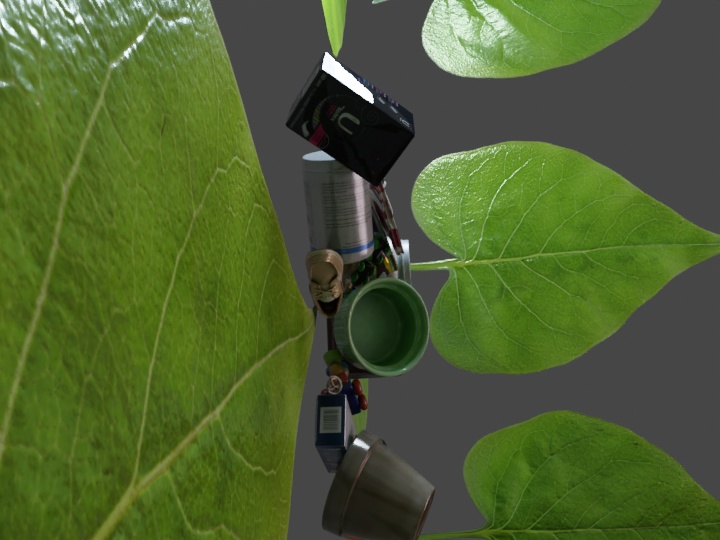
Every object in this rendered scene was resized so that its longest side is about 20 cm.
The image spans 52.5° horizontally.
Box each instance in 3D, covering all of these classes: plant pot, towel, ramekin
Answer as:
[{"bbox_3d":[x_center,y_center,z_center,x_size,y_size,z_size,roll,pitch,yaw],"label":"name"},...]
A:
[{"bbox_3d":[0.045,0.433,1.394,0.200,0.171,0.204,20,90,-75],"label":"plant pot"},{"bbox_3d":[0.038,-0.143,1.520,0.145,0.022,0.202,-115,-177,-51],"label":"towel"},{"bbox_3d":[0.038,0.119,1.536,0.097,0.196,0.205,-11,-99,62],"label":"ramekin"}]

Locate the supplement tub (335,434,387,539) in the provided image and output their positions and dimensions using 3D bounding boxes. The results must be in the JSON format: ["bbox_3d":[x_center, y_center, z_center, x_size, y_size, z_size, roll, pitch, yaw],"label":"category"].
[{"bbox_3d":[0.003,0.477,1.607,0.123,0.120,0.203,81,8,-55],"label":"supplement tub"}]

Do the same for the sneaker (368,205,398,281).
[{"bbox_3d":[0.012,-0.069,1.616,0.075,0.089,0.203,-109,175,-72],"label":"sneaker"}]

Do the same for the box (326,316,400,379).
[{"bbox_3d":[0.012,0.165,1.718,0.200,0.160,0.170,66,21,-78],"label":"box"}]

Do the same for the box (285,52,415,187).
[{"bbox_3d":[-0.016,-0.263,1.279,0.123,0.198,0.107,-51,-162,26],"label":"box"}]

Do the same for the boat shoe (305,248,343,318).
[{"bbox_3d":[-0.063,0.029,1.392,0.201,0.072,0.070,78,5,-62],"label":"boat shoe"}]

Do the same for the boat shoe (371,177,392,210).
[{"bbox_3d":[0.026,-0.196,1.661,0.073,0.064,0.202,-65,146,-44],"label":"boat shoe"}]

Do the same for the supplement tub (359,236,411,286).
[{"bbox_3d":[0.025,-0.007,1.811,0.145,0.195,0.148,-3,90,-86],"label":"supplement tub"}]

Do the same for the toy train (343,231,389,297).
[{"bbox_3d":[0.000,0.000,1.586,0.202,0.041,0.057,-57,-147,26],"label":"toy train"}]

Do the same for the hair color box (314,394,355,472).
[{"bbox_3d":[-0.047,0.324,1.436,0.201,0.059,0.102,79,10,-60],"label":"hair color box"}]

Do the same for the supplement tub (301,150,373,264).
[{"bbox_3d":[-0.043,-0.125,1.423,0.132,0.129,0.204,-82,168,-72],"label":"supplement tub"}]

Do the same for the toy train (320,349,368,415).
[{"bbox_3d":[-0.048,0.211,1.487,0.201,0.083,0.117,74,-1,-54],"label":"toy train"}]

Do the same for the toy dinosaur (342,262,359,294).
[{"bbox_3d":[-0.033,-0.027,1.592,0.058,0.100,0.204,23,61,-38],"label":"toy dinosaur"}]
